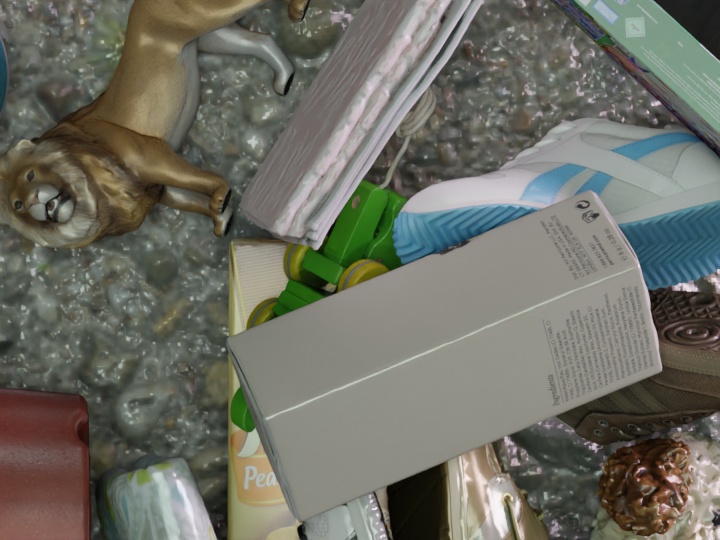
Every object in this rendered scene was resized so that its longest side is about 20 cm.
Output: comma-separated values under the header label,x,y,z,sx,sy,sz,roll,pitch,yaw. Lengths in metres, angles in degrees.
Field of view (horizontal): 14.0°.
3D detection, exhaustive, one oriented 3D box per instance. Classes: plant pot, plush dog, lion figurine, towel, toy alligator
label,x,y,z,sx,sy,sz,roll,pitch,yaw
plant pot,-0.237,0.137,1.502,0.195,0.201,0.201,1,92,-8
plush dog,0.160,0.169,1.515,0.160,0.200,0.172,8,83,30
lion figurine,-0.108,-0.094,1.551,0.122,0.072,0.200,23,78,7
towel,-0.090,0.180,1.491,0.048,0.200,0.172,-19,90,-10
toy alligator,0.000,0.000,1.501,0.054,0.059,0.200,30,89,-43
towel,0.009,-0.102,1.479,0.032,0.191,0.200,33,91,-10

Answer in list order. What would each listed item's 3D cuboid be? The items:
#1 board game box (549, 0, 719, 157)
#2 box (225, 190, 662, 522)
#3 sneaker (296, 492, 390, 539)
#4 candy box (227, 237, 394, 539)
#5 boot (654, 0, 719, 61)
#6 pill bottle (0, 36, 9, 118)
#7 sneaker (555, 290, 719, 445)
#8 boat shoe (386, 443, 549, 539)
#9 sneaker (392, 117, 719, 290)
label,x,y,z,sx,sy,sz,roll,pitch,yaw
board game box,0.174,-0.092,1.506,0.200,0.135,0.029,42,92,0
box,0.042,0.042,1.437,0.199,0.068,0.082,-21,132,-6
sneaker,-0.019,0.180,1.495,0.087,0.076,0.201,-12,94,2
candy box,-0.013,0.083,1.555,0.115,0.055,0.201,0,93,-1
boot,0.181,-0.166,1.544,0.074,0.075,0.200,-46,73,26
pill bottle,-0.238,-0.099,1.479,0.110,0.200,0.111,0,92,1
sneaker,0.147,0.054,1.519,0.200,0.070,0.076,9,117,36
boat shoe,0.061,0.144,1.490,0.066,0.074,0.201,0,73,-25
sneaker,0.102,-0.031,1.508,0.199,0.081,0.077,-5,135,-28
